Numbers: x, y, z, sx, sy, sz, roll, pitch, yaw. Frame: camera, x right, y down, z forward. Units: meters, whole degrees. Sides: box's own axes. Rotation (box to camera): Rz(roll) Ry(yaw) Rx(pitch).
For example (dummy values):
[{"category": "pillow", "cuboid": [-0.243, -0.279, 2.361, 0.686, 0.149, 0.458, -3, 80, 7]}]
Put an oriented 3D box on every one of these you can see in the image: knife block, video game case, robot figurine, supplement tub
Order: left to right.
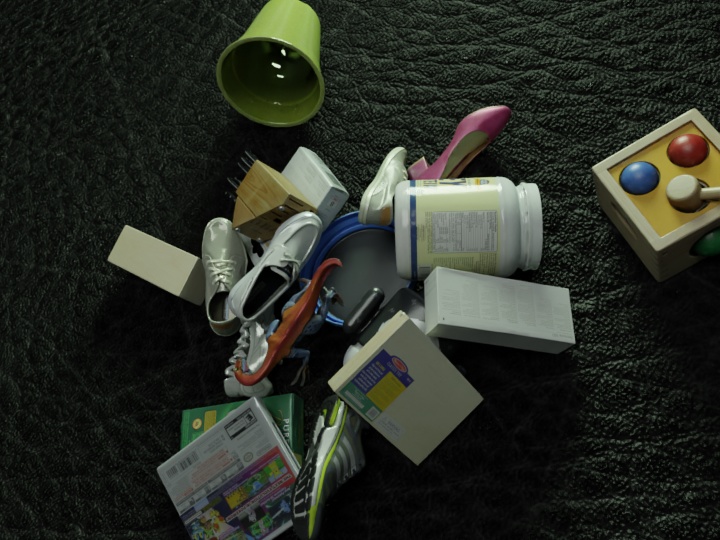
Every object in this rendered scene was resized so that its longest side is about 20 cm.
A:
[{"category": "video game case", "cuboid": [-0.179, 0.312, 1.037, 0.200, 0.023, 0.183, -37, 73, 11]}, {"category": "knife block", "cuboid": [-0.154, -0.146, 1.215, 0.200, 0.064, 0.176, -19, 56, 41]}, {"category": "robot figurine", "cuboid": [0.065, 0.106, 1.013, 0.200, 0.125, 0.150, -47, 52, -5]}, {"category": "supplement tub", "cuboid": [0.150, -0.060, 1.029, 0.199, 0.145, 0.146, -2, 63, 4]}]

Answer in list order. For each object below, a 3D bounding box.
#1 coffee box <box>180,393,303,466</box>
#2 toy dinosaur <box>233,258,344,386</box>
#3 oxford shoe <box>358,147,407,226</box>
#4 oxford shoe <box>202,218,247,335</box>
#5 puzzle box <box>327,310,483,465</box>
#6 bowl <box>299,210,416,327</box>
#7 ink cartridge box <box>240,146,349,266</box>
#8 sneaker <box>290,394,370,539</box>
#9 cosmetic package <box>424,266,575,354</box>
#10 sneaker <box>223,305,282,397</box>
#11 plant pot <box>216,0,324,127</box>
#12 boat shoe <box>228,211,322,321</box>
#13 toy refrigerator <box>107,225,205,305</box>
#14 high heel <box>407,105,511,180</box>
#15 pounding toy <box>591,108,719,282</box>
[{"category": "coffee box", "cuboid": [-0.181, 0.263, 1.093, 0.199, 0.044, 0.124, -13, 62, 18]}, {"category": "toy dinosaur", "cuboid": [-0.117, 0.084, 1.057, 0.105, 0.200, 0.182, 29, 55, 19]}, {"category": "oxford shoe", "cuboid": [0.050, -0.131, 1.148, 0.057, 0.075, 0.200, 14, 39, 10]}, {"category": "oxford shoe", "cuboid": [-0.228, 0.007, 1.199, 0.075, 0.058, 0.201, -3, 78, -2]}, {"category": "puzzle box", "cuboid": [0.065, 0.158, 0.946, 0.133, 0.200, 0.025, -43, 33, -2]}, {"category": "bowl", "cuboid": [0.000, 0.000, 1.148, 0.200, 0.039, 0.201, -10, 62, 20]}, {"category": "ink cartridge box", "cuboid": [-0.118, -0.095, 1.235, 0.200, 0.057, 0.163, -56, 38, 16]}, {"category": "sneaker", "cuboid": [-0.035, 0.273, 0.982, 0.074, 0.081, 0.201, -40, 27, 54]}, {"category": "cosmetic package", "cuboid": [0.185, 0.056, 0.963, 0.199, 0.051, 0.083, 10, 60, -16]}, {"category": "sneaker", "cuboid": [-0.156, 0.111, 1.152, 0.081, 0.075, 0.201, 8, 66, 7]}, {"category": "plant pot", "cuboid": [-0.150, -0.408, 1.353, 0.199, 0.200, 0.191, -7, 49, 21]}, {"category": "boat shoe", "cuboid": [-0.121, -0.002, 1.106, 0.200, 0.074, 0.065, -54, 29, -3]}, {"category": "toy refrigerator", "cuboid": [-0.356, -0.010, 1.298, 0.199, 0.070, 0.076, 21, 82, 32]}, {"category": "high heel", "cuboid": [0.164, -0.178, 1.141, 0.200, 0.067, 0.096, -31, 46, 13]}, {"category": "pounding toy", "cuboid": [0.438, -0.099, 0.938, 0.184, 0.142, 0.200, -30, 56, 8]}]
